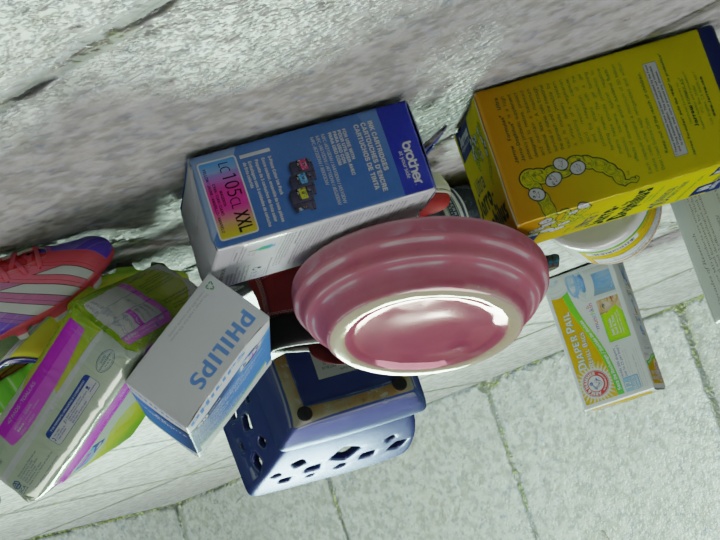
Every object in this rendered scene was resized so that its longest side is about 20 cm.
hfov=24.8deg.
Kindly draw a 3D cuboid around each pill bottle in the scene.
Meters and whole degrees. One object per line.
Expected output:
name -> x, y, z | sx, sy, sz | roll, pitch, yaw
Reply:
pill bottle -> 0.224, -0.064, 1.532 | 0.111, 0.111, 0.200 | -20, 170, 12

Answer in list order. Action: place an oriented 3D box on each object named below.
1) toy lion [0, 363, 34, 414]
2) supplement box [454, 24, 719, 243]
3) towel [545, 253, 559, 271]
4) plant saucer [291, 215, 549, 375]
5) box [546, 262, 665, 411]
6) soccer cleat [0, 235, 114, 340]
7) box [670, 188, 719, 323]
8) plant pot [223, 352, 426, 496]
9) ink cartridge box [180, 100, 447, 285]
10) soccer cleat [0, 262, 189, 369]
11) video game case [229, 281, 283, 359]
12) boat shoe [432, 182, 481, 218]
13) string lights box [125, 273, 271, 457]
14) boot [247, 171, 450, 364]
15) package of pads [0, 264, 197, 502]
toy lion -> -0.295, 0.089, 1.497 | 0.191, 0.069, 0.200 | -33, -173, 4
supplement box -> 0.188, -0.099, 1.279 | 0.199, 0.110, 0.109 | -17, 170, -7
towel -> 0.080, 0.030, 1.592 | 0.199, 0.022, 0.147 | -13, 170, -27
plant saucer -> 0.048, 0.028, 1.258 | 0.200, 0.051, 0.201 | -5, 151, -3
box -> 0.353, 0.095, 2.369 | 0.112, 0.201, 0.101 | -21, 170, 17
soccer cleat -> -0.281, 0.020, 1.232 | 0.200, 0.077, 0.067 | -32, -163, -7
box -> 0.400, -0.081, 1.502 | 0.198, 0.201, 0.131 | -16, 169, -16
plant pot -> -0.046, 0.110, 1.765 | 0.199, 0.201, 0.180 | -14, 163, -20
ink cartridge box -> -0.027, -0.057, 1.214 | 0.199, 0.077, 0.136 | -14, 170, -12
soccer cleat -> -0.236, 0.049, 1.382 | 0.199, 0.084, 0.065 | -15, 168, -18
video game case -> -0.133, 0.068, 1.471 | 0.200, 0.019, 0.143 | -28, 154, 24
boat shoe -> 0.101, -0.038, 1.569 | 0.091, 0.071, 0.200 | -18, 171, -14
string lights box -> -0.120, 0.078, 1.263 | 0.103, 0.059, 0.200 | -53, 174, -12
boot -> 0.000, 0.000, 1.380 | 0.199, 0.145, 0.072 | -16, 168, -19
package of pads -> -0.199, 0.079, 1.271 | 0.155, 0.068, 0.200 | -55, 175, 15
